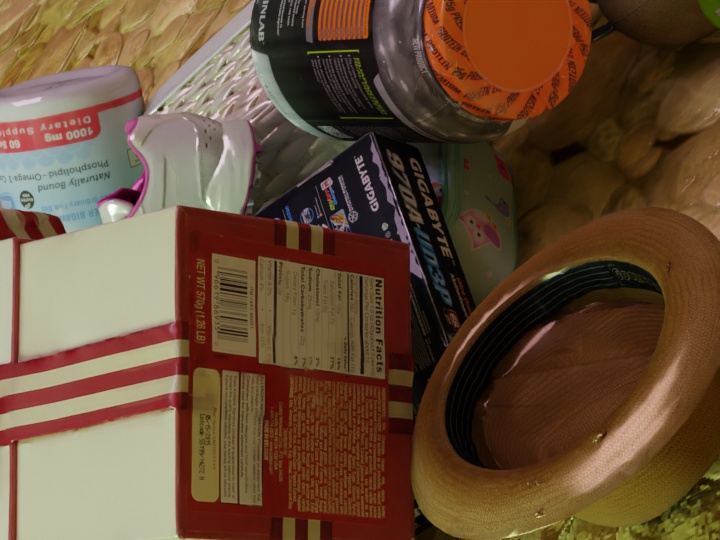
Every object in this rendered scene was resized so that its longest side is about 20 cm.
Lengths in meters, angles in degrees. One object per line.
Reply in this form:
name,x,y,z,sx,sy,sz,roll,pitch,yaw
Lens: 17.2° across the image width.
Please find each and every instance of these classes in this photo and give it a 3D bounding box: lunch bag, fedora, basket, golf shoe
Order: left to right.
golf shoe,-0.123,-0.002,1.430,0.075,0.091,0.201,-135,60,-74
basket,-0.028,-0.094,1.516,0.200,0.135,0.124,-39,31,23
lunch bag,0.000,0.000,1.403,0.200,0.077,0.161,-36,29,26
fedora,0.114,0.064,1.130,0.200,0.082,0.201,-36,30,24

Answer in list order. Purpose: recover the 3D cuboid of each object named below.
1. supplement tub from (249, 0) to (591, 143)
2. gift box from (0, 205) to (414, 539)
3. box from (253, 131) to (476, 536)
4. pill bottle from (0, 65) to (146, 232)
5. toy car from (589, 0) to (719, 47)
supplement tub,0.033,-0.131,1.312,0.123,0.122,0.200,-57,27,-14
gift box,-0.101,0.057,1.193,0.186,0.199,0.186,-12,70,46
box,-0.009,0.050,1.281,0.159,0.046,0.201,-35,60,29
pill bottle,-0.182,-0.029,1.589,0.108,0.201,0.109,-11,12,2
toy car,0.166,-0.188,1.327,0.200,0.158,0.165,-38,13,49
